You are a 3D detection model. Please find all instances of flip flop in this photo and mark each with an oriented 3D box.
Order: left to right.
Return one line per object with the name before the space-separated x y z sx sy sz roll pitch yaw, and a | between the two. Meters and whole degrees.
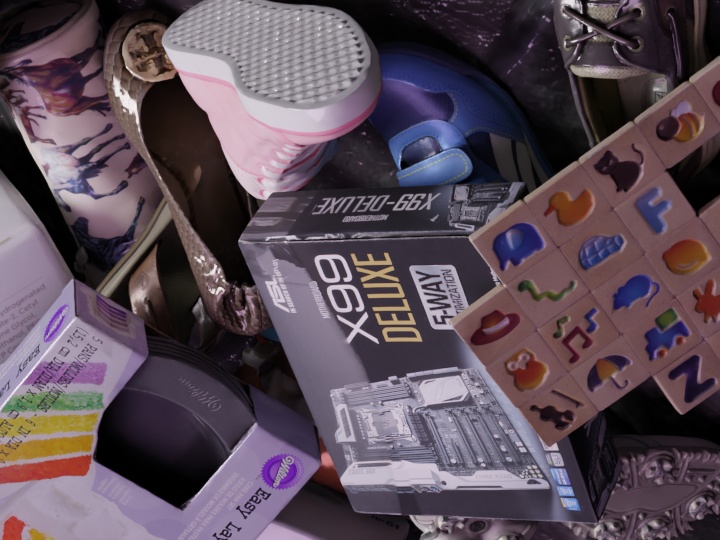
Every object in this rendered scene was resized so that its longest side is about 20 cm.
flip flop | -0.108 0.020 1.323 0.081 0.201 0.058 29 -173 -40

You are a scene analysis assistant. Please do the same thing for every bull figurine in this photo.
bull figurine | 0.004 0.103 1.401 0.199 0.065 0.122 15 131 4

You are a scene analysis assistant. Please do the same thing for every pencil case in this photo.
pencil case | -0.164 -0.075 1.330 0.078 0.089 0.201 34 154 51

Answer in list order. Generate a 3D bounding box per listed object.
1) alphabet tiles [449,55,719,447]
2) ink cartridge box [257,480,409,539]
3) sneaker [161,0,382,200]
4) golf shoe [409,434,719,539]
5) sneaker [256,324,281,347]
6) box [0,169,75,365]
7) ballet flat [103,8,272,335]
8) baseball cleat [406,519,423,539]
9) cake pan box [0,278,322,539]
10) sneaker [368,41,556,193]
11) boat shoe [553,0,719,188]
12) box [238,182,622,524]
alphabet tiles | 0.151 0.002 1.122 0.200 0.008 0.167 -35 122 6
ink cartridge box | -0.069 0.233 1.427 0.144 0.085 0.201 21 106 3
sneaker | -0.032 -0.084 1.199 0.200 0.075 0.105 28 151 58
golf shoe | 0.123 0.113 1.315 0.199 0.097 0.079 -5 130 -7
sneaker | 0.000 0.000 1.321 0.199 0.079 0.096 12 108 39
box | -0.276 0.044 1.398 0.199 0.199 0.172 44 162 55
ballet flat | -0.093 -0.057 1.276 0.201 0.067 0.046 71 163 -4
baseball cleat | -0.004 0.154 1.472 0.199 0.070 0.107 12 103 -5
cake pan box | -0.148 0.123 1.311 0.184 0.052 0.200 33 109 -26
sneaker | 0.062 -0.038 1.210 0.200 0.082 0.074 50 141 -15
boat shoe | 0.131 -0.115 1.088 0.071 0.066 0.201 6 134 32
box | 0.040 0.046 1.200 0.157 0.050 0.201 -1 128 29
